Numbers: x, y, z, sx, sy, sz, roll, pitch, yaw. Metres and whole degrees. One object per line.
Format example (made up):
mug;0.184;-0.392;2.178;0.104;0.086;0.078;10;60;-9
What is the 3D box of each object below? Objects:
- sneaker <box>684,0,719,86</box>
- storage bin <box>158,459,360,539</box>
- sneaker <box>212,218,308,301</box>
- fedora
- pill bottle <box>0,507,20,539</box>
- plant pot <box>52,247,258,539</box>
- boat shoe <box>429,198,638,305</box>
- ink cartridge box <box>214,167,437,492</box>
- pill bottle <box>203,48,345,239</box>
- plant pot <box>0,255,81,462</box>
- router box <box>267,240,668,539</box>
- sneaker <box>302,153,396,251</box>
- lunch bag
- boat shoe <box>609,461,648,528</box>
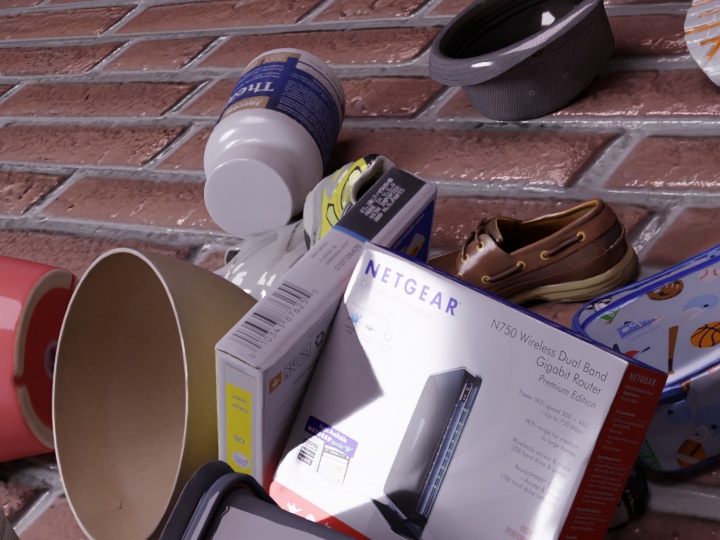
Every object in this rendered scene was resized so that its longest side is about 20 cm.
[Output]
sneaker;0.335;-0.233;1.442;0.078;0.077;0.202;-12;48;33
storage bin;-0.042;0.225;0.865;0.133;0.146;0.201;12;63;30
sneaker;-0.049;-0.020;1.328;0.099;0.076;0.200;12;28;25
fedora;0.163;-0.205;1.507;0.199;0.091;0.177;-34;26;-4
pill bottle;-0.262;0.194;1.027;0.111;0.201;0.113;-19;27;10
plant pot;-0.110;0.090;1.137;0.133;0.203;0.200;4;9;-35
boat shoe;0.105;-0.010;1.234;0.198;0.068;0.072;-12;29;24
ink cartridge box;-0.022;0.066;1.063;0.047;0.201;0.198;26;48;19
pill bottle;-0.082;-0.115;1.525;0.110;0.112;0.201;-14;29;19
plant pot;-0.314;0.070;1.319;0.175;0.202;0.201;-1;34;20
router box;0.052;0.102;0.938;0.199;0.049;0.181;24;95;39
sneaker;0.000;0.000;1.219;0.076;0.075;0.202;-44;44;42
lunch bag;0.230;0.039;1.041;0.198;0.076;0.161;-23;25;2
boat shoe;0.067;0.123;1.002;0.198;0.093;0.075;-19;27;11
